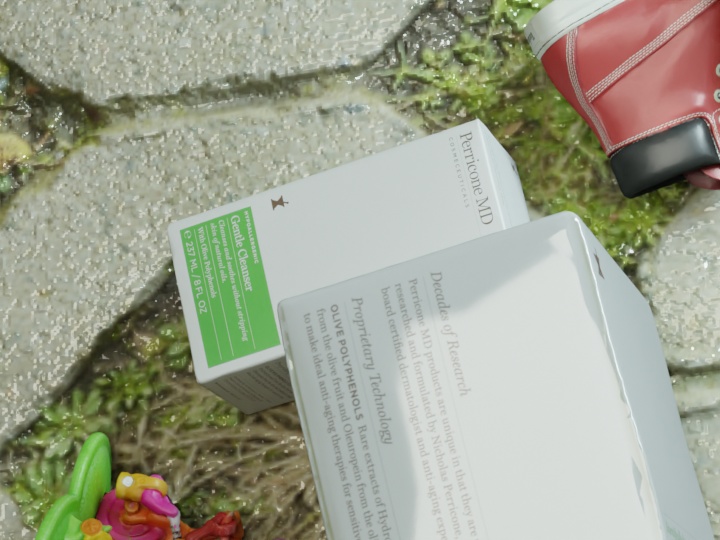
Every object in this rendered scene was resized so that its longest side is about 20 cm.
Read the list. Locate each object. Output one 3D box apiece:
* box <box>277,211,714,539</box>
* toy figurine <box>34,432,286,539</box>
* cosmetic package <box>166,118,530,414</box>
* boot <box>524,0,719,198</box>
[{"bbox_3d":[0.081,0.103,1.334,0.171,0.199,0.200,-18,71,12],"label":"box"},{"bbox_3d":[-0.088,0.196,1.423,0.184,0.150,0.200,9,52,7],"label":"toy figurine"},{"bbox_3d":[0.000,0.000,1.455,0.200,0.085,0.108,-20,68,13],"label":"cosmetic package"},{"bbox_3d":[0.215,-0.130,1.438,0.200,0.072,0.144,-32,80,0],"label":"boot"}]
